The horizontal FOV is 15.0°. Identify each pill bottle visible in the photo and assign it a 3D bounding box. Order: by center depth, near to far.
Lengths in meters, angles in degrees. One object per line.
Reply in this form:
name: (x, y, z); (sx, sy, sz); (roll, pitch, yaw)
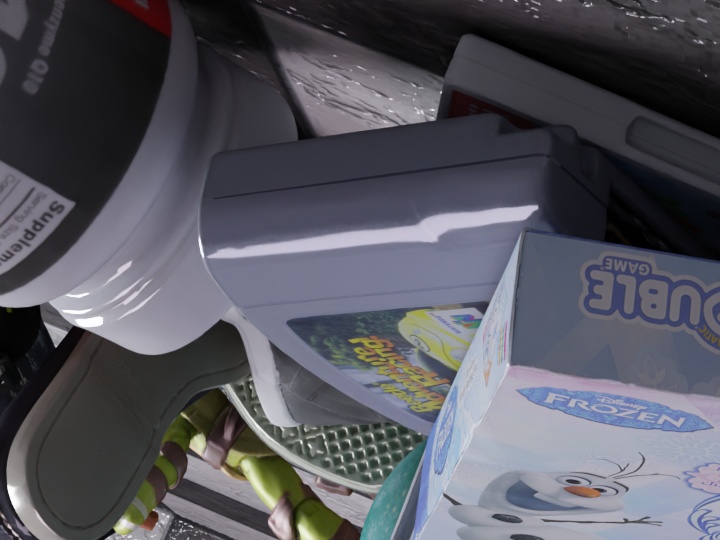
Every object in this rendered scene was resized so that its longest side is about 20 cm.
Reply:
pill bottle: (-0.122, -0.059, 0.822); (0.199, 0.115, 0.114); (30, 168, -33)

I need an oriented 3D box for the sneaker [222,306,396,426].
sneaker: (0.000, 0.000, 1.018); (0.098, 0.071, 0.200); (1, 151, 12)

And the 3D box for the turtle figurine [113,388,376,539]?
turtle figurine: (-0.045, 0.069, 1.226); (0.161, 0.065, 0.200); (34, -148, 6)

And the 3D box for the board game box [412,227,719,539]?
board game box: (0.126, 0.054, 0.790); (0.198, 0.044, 0.199); (10, 161, -3)

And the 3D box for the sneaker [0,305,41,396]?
sneaker: (-0.160, 0.010, 1.003); (0.087, 0.074, 0.200); (-6, 170, -12)

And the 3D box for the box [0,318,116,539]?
box: (-0.219, 0.043, 1.306); (0.201, 0.117, 0.197); (62, -178, 18)

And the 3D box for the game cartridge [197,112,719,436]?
game cartridge: (0.044, 0.013, 0.826); (0.132, 0.041, 0.200); (-2, 157, 33)

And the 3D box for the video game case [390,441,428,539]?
video game case: (0.102, 0.107, 0.968); (0.199, 0.183, 0.023); (29, 165, -27)

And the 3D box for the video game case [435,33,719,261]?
video game case: (0.115, -0.008, 0.818); (0.199, 0.018, 0.143); (24, 170, 3)

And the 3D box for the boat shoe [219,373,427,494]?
boat shoe: (-0.037, 0.028, 1.161); (0.199, 0.075, 0.062); (34, -178, 31)

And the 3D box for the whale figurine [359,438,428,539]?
whale figurine: (0.051, 0.154, 1.020); (0.103, 0.202, 0.159); (-10, 159, 32)

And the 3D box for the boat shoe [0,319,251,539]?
boat shoe: (-0.095, 0.036, 1.064); (0.062, 0.200, 0.073); (-17, 115, 38)
